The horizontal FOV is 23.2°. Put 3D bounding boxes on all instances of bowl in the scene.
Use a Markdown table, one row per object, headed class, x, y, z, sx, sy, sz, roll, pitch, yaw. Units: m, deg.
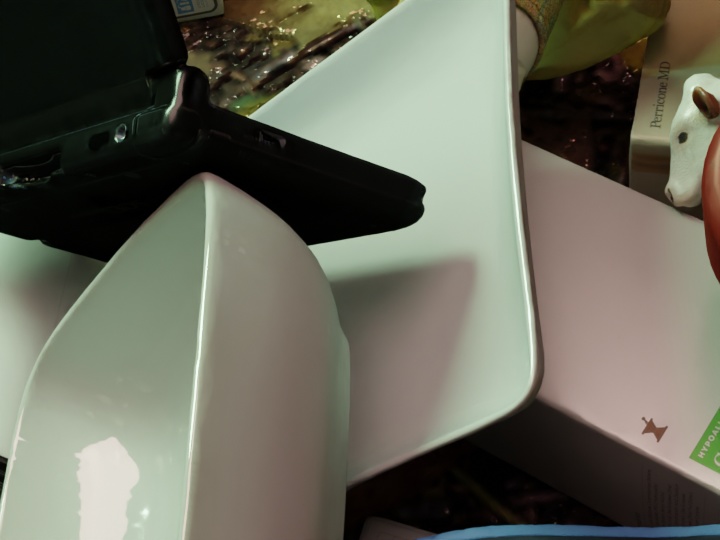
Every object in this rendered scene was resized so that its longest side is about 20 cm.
| class | x | y | z | sx | sy | sz | roll | pitch | yaw |
| --- | --- | --- | --- | --- | --- | --- | --- | --- | --- |
| bowl | -0.067 | 0.090 | 0.606 | 0.074 | 0.200 | 0.202 | 17 | 57 | -24 |

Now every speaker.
| class | x | y | z | sx | sy | sz | roll | pitch | yaw |
| --- | --- | --- | --- | --- | --- | --- | --- | --- | --- |
| speaker | -0.154 | 0.008 | 0.776 | 0.080 | 0.082 | 0.202 | 1 | 55 | 10 |

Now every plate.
| class | x | y | z | sx | sy | sz | roll | pitch | yaw |
| --- | --- | --- | --- | --- | --- | --- | --- | --- | --- |
| plate | 0.000 | 0.000 | 0.682 | 0.199 | 0.032 | 0.201 | -32 | 47 | 40 |

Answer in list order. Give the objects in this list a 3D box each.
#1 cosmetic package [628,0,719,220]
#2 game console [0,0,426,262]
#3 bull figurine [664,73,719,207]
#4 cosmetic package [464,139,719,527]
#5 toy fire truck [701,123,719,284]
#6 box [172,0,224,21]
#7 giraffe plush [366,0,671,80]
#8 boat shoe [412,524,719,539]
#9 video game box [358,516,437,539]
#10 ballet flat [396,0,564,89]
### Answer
| class | x | y | z | sx | sy | sz | roll | pitch | yaw |
| --- | --- | --- | --- | --- | --- | --- | --- | --- | --- |
| cosmetic package | 0.222 | -0.066 | 0.772 | 0.198 | 0.071 | 0.106 | 5 | 56 | 13 |
| game console | -0.091 | -0.081 | 0.661 | 0.199 | 0.175 | 0.118 | -8 | 71 | 51 |
| bull figurine | 0.220 | -0.056 | 0.678 | 0.199 | 0.065 | 0.122 | -27 | 80 | 0 |
| cosmetic package | 0.115 | 0.039 | 0.708 | 0.199 | 0.085 | 0.108 | 26 | 66 | 24 |
| toy fire truck | 0.167 | -0.075 | 0.600 | 0.200 | 0.129 | 0.176 | 40 | 87 | 19 |
| box | -0.176 | -0.179 | 0.924 | 0.198 | 0.060 | 0.118 | -9 | 54 | 3 |
| giraffe plush | 0.065 | -0.164 | 0.822 | 0.171 | 0.201 | 0.163 | 11 | 39 | 7 |
| boat shoe | 0.069 | 0.127 | 0.589 | 0.198 | 0.085 | 0.069 | -9 | 44 | 0 |
| video game box | 0.067 | 0.201 | 0.618 | 0.198 | 0.047 | 0.183 | 15 | 57 | 13 |
| ballet flat | 0.031 | -0.072 | 0.750 | 0.070 | 0.200 | 0.071 | 24 | 40 | -22 |
